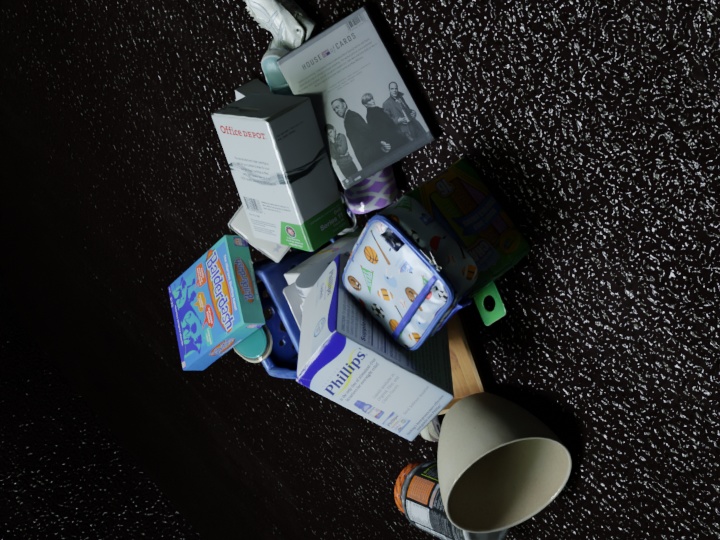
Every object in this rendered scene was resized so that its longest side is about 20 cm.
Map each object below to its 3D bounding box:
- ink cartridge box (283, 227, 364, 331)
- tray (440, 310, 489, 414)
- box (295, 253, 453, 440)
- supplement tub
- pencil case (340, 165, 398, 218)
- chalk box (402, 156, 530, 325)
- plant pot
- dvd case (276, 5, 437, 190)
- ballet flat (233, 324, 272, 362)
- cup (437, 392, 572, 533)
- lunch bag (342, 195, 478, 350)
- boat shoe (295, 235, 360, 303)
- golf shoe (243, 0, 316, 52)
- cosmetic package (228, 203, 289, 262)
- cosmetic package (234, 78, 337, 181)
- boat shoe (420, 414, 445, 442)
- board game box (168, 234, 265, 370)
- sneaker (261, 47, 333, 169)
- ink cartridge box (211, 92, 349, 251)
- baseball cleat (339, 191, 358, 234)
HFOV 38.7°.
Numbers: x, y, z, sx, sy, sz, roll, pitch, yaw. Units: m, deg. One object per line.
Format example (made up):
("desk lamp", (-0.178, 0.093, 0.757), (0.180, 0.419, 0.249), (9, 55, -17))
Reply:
("ink cartridge box", (-0.040, 0.028, 1.612), (0.067, 0.199, 0.118), (3, 120, 56))
("tray", (0.122, 0.121, 1.567), (0.097, 0.037, 0.202), (-14, 111, 17))
("box", (0.021, 0.106, 1.438), (0.199, 0.185, 0.105), (30, 119, -18))
("supplement tub", (0.153, 0.395, 1.745), (0.199, 0.122, 0.124), (9, 125, 55))
("pencil case", (-0.004, -0.182, 1.486), (0.086, 0.083, 0.202), (-103, -3, -65))
("chalk box", (0.133, -0.023, 1.375), (0.201, 0.123, 0.125), (54, 150, 5))
("plant pot", (-0.093, 0.053, 1.735), (0.199, 0.179, 0.202), (-6, 113, 62))
("dvd case", (-0.006, -0.233, 1.395), (0.149, 0.025, 0.202), (-27, 96, 19))
("ballet flat", (-0.188, 0.105, 1.696), (0.199, 0.069, 0.070), (31, 142, 47))
("cup", (0.194, 0.267, 1.522), (0.144, 0.198, 0.202), (-116, 16, -47))
("lunch bag", (0.063, 0.009, 1.313), (0.161, 0.075, 0.200), (48, 150, 11))
("boat shoe", (0.000, 0.000, 1.538), (0.072, 0.199, 0.066), (42, 160, 55))
("golf shoe", (-0.104, -0.369, 1.485), (0.096, 0.078, 0.202), (0, 125, 38))
("cosmetic package", (-0.147, -0.087, 1.672), (0.103, 0.088, 0.200), (37, -176, -9))
("cosmetic package", (-0.120, -0.203, 1.672), (0.199, 0.051, 0.152), (35, 146, 35))
("boat shoe", (0.127, 0.198, 1.659), (0.064, 0.072, 0.202), (14, 126, 33))
("board game box", (-0.238, 0.055, 1.666), (0.199, 0.045, 0.154), (-36, 60, 42))
("sneaker", (-0.087, -0.224, 1.490), (0.073, 0.082, 0.201), (-18, 117, 34))
("ink cartridge box", (-0.113, -0.142, 1.445), (0.146, 0.083, 0.202), (16, 132, 48))
("baseball cleat", (-0.078, -0.132, 1.557), (0.199, 0.070, 0.106), (39, 168, -17))
